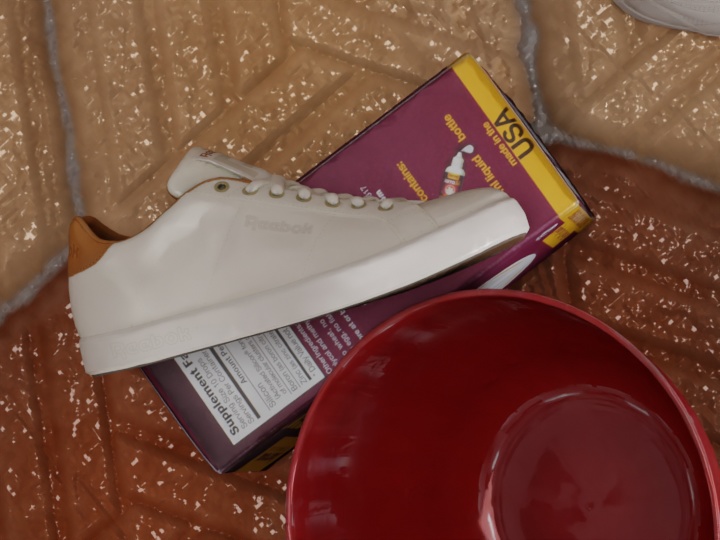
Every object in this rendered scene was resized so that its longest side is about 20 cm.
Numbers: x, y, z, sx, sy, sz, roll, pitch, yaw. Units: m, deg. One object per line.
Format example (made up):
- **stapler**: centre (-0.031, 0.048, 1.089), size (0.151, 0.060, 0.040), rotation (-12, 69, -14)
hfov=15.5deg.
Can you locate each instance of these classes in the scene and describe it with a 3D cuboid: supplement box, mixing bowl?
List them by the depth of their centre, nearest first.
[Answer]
- **mixing bowl**: centre (0.078, 0.105, 1.132), size (0.199, 0.108, 0.202), rotation (1, 93, 28)
- **supplement box**: centre (0.000, 0.000, 1.190), size (0.200, 0.110, 0.086), rotation (-37, 82, 6)

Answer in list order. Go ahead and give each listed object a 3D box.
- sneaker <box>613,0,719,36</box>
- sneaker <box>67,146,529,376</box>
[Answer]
- **sneaker**: centre (0.204, -0.131, 1.163), size (0.199, 0.116, 0.074), rotation (5, 86, 8)
- **sneaker**: centre (-0.032, -0.019, 1.103), size (0.199, 0.073, 0.085), rotation (-14, 88, 9)
